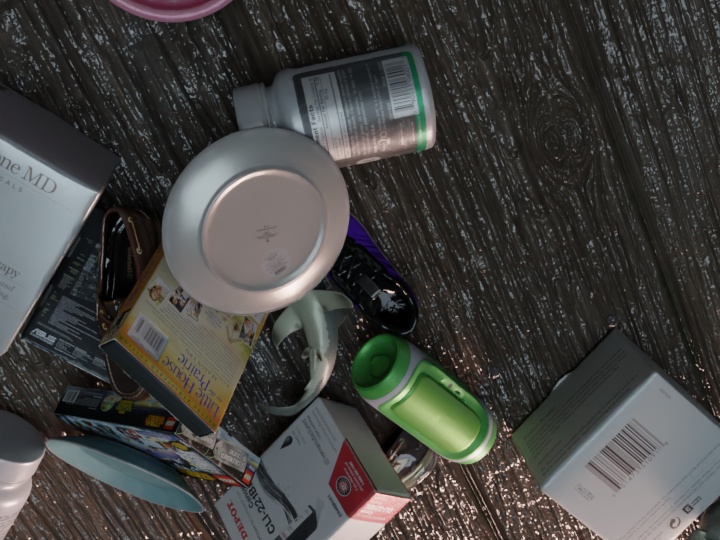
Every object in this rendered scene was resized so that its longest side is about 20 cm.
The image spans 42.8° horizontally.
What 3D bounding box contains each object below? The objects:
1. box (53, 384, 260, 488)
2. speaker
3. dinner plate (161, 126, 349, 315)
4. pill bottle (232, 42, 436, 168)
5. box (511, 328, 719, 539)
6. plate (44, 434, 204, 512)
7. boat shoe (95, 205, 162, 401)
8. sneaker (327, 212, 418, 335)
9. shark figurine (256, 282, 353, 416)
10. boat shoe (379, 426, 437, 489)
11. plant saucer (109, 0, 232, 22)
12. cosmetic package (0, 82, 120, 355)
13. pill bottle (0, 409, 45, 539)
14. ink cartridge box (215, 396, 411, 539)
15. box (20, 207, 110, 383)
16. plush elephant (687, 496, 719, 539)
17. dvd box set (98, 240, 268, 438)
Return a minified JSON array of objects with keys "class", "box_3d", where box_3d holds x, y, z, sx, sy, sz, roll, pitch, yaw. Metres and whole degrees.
[{"class":"box","box_3d":[-0.227,0.184,1.020,0.199,0.040,0.137,1,147,36]},{"class":"speaker","box_3d":[0.078,0.154,1.087,0.088,0.089,0.200,-43,125,9]},{"class":"dinner plate","box_3d":[-0.098,-0.042,0.917,0.198,0.024,0.202,-12,119,-21]},{"class":"pill bottle","box_3d":[-0.028,-0.164,0.963,0.198,0.113,0.114,-12,111,-2]},{"class":"box","box_3d":[0.333,0.220,1.139,0.200,0.131,0.199,38,101,-19]},{"class":"plate","box_3d":[-0.268,0.230,1.064,0.199,0.200,0.026,29,64,-16]},{"class":"boat shoe","box_3d":[-0.243,0.034,0.947,0.070,0.070,0.202,-7,81,14]},{"class":"sneaker","box_3d":[0.001,0.000,1.033,0.070,0.100,0.200,-44,110,8]},{"class":"shark figurine","box_3d":[-0.048,0.080,1.075,0.127,0.089,0.217,6,104,27]},{"class":"boat shoe","box_3d":[0.004,0.267,1.155,0.200,0.074,0.073,-41,100,-1]},{"class":"plant saucer","box_3d":[-0.191,-0.352,0.908,0.198,0.051,0.202,-2,111,-5]},{"class":"cosmetic package","box_3d":[-0.372,-0.061,0.931,0.167,0.167,0.201,31,103,-16]},{"class":"pill bottle","box_3d":[-0.456,0.269,1.070,0.113,0.114,0.201,30,104,-16]},{"class":"ink cartridge box","box_3d":[-0.061,0.274,1.090,0.200,0.145,0.084,-47,143,14]},{"class":"box","box_3d":[-0.246,0.050,1.017,0.199,0.043,0.161,30,77,-16]},{"class":"plush elephant","box_3d":[0.483,0.318,1.101,0.154,0.165,0.201,33,132,6]},{"class":"dvd box set","box_3d":[-0.169,0.049,0.946,0.029,0.201,0.146,-21,123,34]}]
